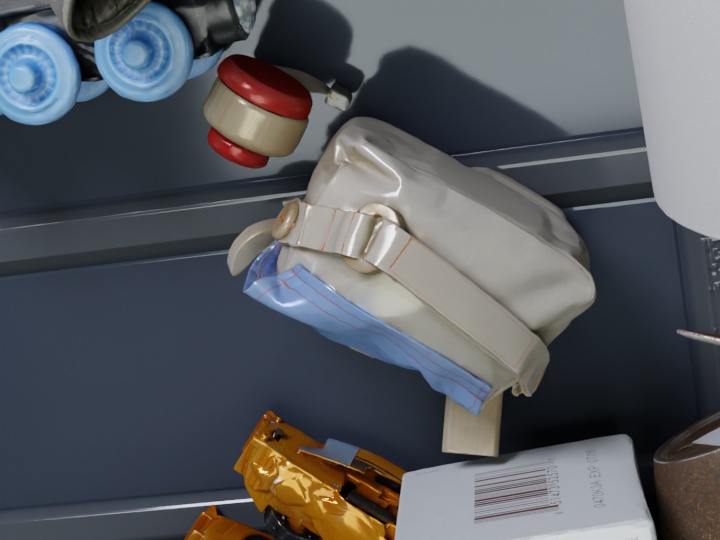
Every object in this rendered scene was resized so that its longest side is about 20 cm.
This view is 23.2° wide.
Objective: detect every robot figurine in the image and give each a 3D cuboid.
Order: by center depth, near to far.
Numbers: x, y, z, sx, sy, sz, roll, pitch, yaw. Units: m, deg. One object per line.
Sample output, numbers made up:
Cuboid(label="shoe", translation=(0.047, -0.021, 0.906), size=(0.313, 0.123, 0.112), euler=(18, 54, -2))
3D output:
Cuboid(label="robot figurine", translation=(0.011, 0.163, 0.907), size=(0.199, 0.058, 0.145), euler=(32, 114, -3))

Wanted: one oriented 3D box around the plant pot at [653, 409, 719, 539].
Cuboid(label="plant pot", translation=(0.221, 0.158, 0.817), size=(0.186, 0.187, 0.201), euler=(-24, 92, 18))

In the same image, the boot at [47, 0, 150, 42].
Cuboid(label="boot", translation=(-0.121, -0.222, 0.710), size=(0.200, 0.072, 0.182), euler=(55, 132, 33))

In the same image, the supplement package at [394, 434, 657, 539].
Cuboid(label="supplement package", translation=(0.091, 0.196, 0.814), size=(0.117, 0.117, 0.201), euler=(-10, 103, 5))

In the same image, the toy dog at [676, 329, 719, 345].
Cuboid(label="toy dog", translation=(0.195, -0.002, 0.749), size=(0.132, 0.200, 0.096), euler=(-41, 90, -3))

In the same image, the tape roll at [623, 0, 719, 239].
Cuboid(label="tape roll", translation=(0.204, -0.107, 0.684), size=(0.202, 0.203, 0.140), euler=(-8, 110, 13))

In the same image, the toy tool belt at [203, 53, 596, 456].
Cuboid(label="toy tool belt", translation=(0.000, 0.000, 0.807), size=(0.199, 0.125, 0.123), euler=(28, 108, -5))

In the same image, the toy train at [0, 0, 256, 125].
Cuboid(label="toy train", translation=(-0.149, -0.128, 0.802), size=(0.199, 0.087, 0.115), euler=(-10, 104, 14))
